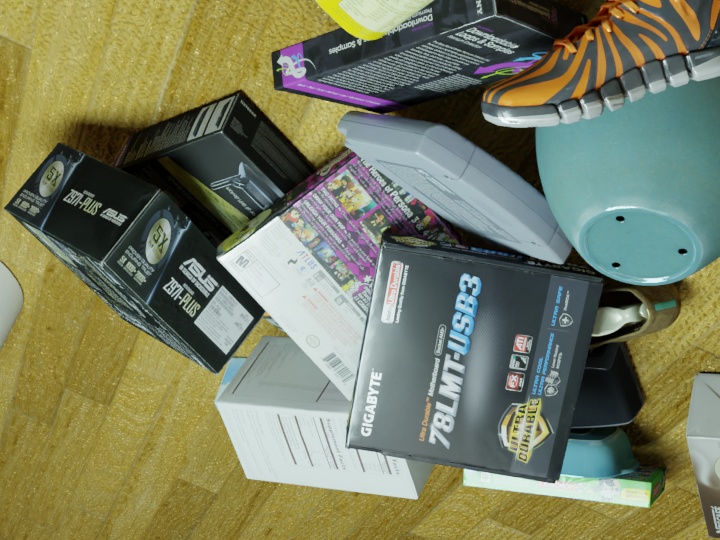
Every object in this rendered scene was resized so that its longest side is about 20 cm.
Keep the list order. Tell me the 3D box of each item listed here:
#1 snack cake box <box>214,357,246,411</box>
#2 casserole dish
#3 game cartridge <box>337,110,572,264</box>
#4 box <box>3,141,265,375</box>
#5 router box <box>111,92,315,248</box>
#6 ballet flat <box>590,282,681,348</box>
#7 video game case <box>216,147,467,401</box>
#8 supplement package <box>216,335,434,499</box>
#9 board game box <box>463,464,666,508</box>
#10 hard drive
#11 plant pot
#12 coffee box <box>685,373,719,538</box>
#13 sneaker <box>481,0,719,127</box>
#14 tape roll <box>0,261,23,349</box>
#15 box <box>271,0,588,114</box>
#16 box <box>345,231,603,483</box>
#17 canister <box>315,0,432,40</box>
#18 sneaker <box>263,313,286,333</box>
[{"bbox_3d":[-0.054,0.165,1.512,0.200,0.067,0.115,2,143,22],"label":"snack cake box"},{"bbox_3d":[0.199,0.185,1.400,0.200,0.039,0.121,2,-173,26],"label":"casserole dish"},{"bbox_3d":[0.087,-0.069,1.089,0.200,0.041,0.133,33,174,-38],"label":"game cartridge"},{"bbox_3d":[-0.207,-0.010,1.229,0.164,0.086,0.200,24,161,41],"label":"box"},{"bbox_3d":[-0.114,-0.065,1.240,0.157,0.052,0.200,-13,134,38],"label":"router box"},{"bbox_3d":[0.202,0.051,1.227,0.200,0.072,0.068,-13,91,37],"label":"ballet flat"},{"bbox_3d":[0.000,0.000,1.195,0.181,0.036,0.200,-36,114,13],"label":"video game case"},{"bbox_3d":[-0.023,0.146,1.323,0.200,0.114,0.110,2,127,29],"label":"supplement package"},{"bbox_3d":[0.226,0.225,1.434,0.200,0.029,0.135,4,-179,20],"label":"board game box"},{"bbox_3d":[0.183,0.115,1.356,0.200,0.042,0.135,-1,141,26],"label":"hard drive"},{"bbox_3d":[0.225,-0.068,1.011,0.200,0.135,0.200,12,145,9],"label":"plant pot"},{"bbox_3d":[0.403,0.194,1.329,0.114,0.080,0.200,2,141,23],"label":"coffee box"},{"bbox_3d":[0.168,-0.173,0.903,0.200,0.078,0.112,-20,110,-9],"label":"sneaker"},{"bbox_3d":[-0.511,0.054,1.511,0.202,0.139,0.203,13,145,9],"label":"tape roll"},{"bbox_3d":[0.053,-0.165,0.984,0.200,0.036,0.143,-10,172,35],"label":"box"},{"bbox_3d":[0.099,0.078,1.170,0.198,0.050,0.200,10,106,-3],"label":"box"},{"bbox_3d":[0.063,-0.246,0.835,0.087,0.149,0.200,40,142,-19],"label":"canister"},{"bbox_3d":[-0.022,0.030,1.315,0.200,0.078,0.077,0,144,40],"label":"sneaker"}]
